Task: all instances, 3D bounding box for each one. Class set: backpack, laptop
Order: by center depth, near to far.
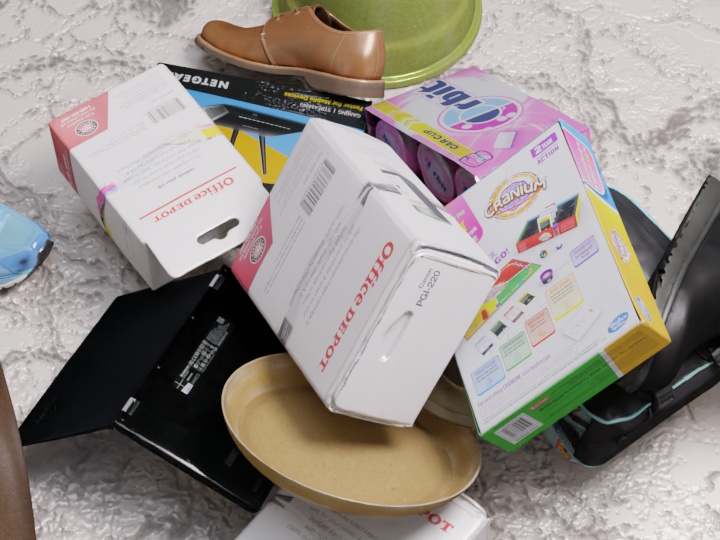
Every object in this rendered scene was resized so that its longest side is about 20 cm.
[{"bbox_3d":[0.182,0.038,1.619,0.175,0.154,0.200,-33,75,-21],"label":"backpack"},{"bbox_3d":[-0.141,0.100,1.621,0.199,0.116,0.188,31,49,1],"label":"laptop"}]

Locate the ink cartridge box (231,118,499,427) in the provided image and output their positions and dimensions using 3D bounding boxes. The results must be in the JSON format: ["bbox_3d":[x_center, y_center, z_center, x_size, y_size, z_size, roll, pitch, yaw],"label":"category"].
[{"bbox_3d":[0.000,0.000,1.539,0.084,0.146,0.200,17,22,-34],"label":"ink cartridge box"}]

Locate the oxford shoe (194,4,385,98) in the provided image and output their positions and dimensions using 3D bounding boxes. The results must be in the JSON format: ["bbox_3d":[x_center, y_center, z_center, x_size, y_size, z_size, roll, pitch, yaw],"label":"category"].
[{"bbox_3d":[-0.060,-0.207,1.831,0.199,0.072,0.071,14,14,27],"label":"oxford shoe"}]

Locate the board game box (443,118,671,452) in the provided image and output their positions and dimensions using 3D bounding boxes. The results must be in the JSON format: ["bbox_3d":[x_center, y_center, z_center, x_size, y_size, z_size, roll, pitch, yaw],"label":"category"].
[{"bbox_3d":[0.129,0.009,1.506,0.153,0.040,0.201,-36,48,24],"label":"board game box"}]

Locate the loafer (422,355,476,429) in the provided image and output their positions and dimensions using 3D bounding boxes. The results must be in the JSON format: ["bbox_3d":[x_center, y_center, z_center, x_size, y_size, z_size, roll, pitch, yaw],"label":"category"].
[{"bbox_3d":[0.058,0.050,1.586,0.076,0.068,0.200,-7,37,-39],"label":"loafer"}]

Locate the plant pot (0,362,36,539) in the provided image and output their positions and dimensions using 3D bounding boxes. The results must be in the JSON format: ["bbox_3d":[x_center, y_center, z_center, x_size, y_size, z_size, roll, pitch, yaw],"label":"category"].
[{"bbox_3d":[-0.320,0.176,1.526,0.186,0.187,0.201,-24,71,-16],"label":"plant pot"}]

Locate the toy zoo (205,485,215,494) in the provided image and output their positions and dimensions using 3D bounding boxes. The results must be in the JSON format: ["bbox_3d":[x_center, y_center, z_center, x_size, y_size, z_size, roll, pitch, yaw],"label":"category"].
[{"bbox_3d":[-0.069,0.085,1.671,0.199,0.021,0.131,-28,58,-19],"label":"toy zoo"}]

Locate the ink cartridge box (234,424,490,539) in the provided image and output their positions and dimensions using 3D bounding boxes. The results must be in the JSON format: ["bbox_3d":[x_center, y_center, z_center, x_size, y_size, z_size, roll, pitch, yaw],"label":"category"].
[{"bbox_3d":[-0.017,0.232,1.523,0.145,0.085,0.200,31,61,23],"label":"ink cartridge box"}]

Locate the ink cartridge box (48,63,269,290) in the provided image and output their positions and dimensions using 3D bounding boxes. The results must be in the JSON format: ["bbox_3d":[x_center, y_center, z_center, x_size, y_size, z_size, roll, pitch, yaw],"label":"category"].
[{"bbox_3d":[-0.157,-0.066,1.686,0.116,0.068,0.200,-29,57,-18],"label":"ink cartridge box"}]

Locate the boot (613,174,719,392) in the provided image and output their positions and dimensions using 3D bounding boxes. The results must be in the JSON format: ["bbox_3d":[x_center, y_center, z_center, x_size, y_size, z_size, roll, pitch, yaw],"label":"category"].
[{"bbox_3d":[0.290,0.035,1.515,0.157,0.080,0.212,30,58,4],"label":"boot"}]

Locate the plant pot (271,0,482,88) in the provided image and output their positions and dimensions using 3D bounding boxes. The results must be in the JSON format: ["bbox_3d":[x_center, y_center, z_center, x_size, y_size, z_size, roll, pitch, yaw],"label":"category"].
[{"bbox_3d":[0.016,-0.300,1.851,0.198,0.185,0.202,0,54,0],"label":"plant pot"}]

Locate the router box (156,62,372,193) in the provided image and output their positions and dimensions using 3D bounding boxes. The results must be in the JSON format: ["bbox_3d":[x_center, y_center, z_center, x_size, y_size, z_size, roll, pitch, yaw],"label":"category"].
[{"bbox_3d":[-0.100,-0.096,1.783,0.198,0.051,0.150,10,55,6],"label":"router box"}]

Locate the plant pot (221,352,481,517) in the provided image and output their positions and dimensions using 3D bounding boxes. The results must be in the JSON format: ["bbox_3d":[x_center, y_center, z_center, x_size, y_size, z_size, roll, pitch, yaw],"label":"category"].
[{"bbox_3d":[-0.009,0.125,1.514,0.198,0.028,0.200,13,27,-7],"label":"plant pot"}]

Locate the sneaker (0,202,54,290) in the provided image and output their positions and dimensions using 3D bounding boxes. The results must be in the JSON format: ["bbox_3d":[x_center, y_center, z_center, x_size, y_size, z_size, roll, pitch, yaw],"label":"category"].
[{"bbox_3d":[-0.354,-0.050,1.727,0.199,0.090,0.079,20,56,13],"label":"sneaker"}]

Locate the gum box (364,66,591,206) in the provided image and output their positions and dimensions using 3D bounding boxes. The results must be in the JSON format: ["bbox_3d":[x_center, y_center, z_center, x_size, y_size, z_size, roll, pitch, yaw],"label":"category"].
[{"bbox_3d":[0.102,-0.100,1.723,0.113,0.067,0.200,-22,30,-20],"label":"gum box"}]
